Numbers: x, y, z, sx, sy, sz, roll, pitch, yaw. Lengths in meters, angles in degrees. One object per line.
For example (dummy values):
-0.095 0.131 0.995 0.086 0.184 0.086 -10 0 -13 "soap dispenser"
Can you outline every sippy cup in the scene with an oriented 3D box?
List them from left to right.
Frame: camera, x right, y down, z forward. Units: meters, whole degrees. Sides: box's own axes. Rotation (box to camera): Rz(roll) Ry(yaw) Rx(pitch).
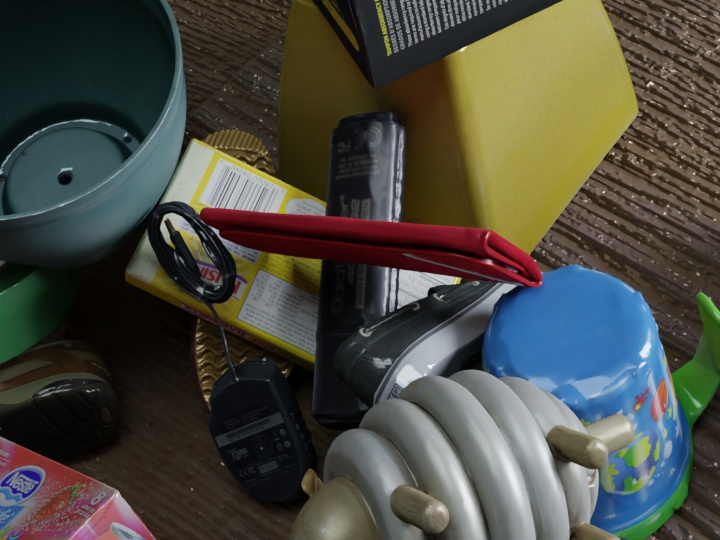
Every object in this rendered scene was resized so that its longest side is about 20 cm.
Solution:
0.124 0.073 0.857 0.138 0.131 0.179 19 58 27 "sippy cup"

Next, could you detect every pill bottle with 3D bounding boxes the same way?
-0.206 -0.144 1.060 0.109 0.202 0.112 -8 38 7 "pill bottle"

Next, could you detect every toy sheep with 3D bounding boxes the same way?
0.055 0.113 0.735 0.197 0.139 0.138 -12 46 -23 "toy sheep"

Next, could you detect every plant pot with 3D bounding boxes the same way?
-0.197 -0.085 0.933 0.197 0.135 0.203 -2 61 4 "plant pot"
0.057 -0.145 1.023 0.198 0.178 0.200 25 60 30 "plant pot"

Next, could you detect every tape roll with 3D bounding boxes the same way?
-0.294 0.013 1.013 0.197 0.049 0.201 -8 27 4 "tape roll"

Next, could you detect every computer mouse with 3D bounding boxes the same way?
-0.078 0.050 0.917 0.058 0.202 0.034 -19 5 24 "computer mouse"

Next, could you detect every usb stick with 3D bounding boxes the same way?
0.000 0.000 0.925 0.055 0.033 0.203 -5 72 29 "usb stick"

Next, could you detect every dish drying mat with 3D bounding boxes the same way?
0.003 -0.014 0.855 0.198 0.077 0.018 6 79 35 "dish drying mat"

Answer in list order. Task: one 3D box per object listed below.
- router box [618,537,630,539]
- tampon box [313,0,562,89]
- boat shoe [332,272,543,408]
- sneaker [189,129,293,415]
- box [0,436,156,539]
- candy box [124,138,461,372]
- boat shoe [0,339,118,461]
0.104 0.252 0.708 0.200 0.062 0.150 -41 95 -20 "router box"
0.055 -0.234 0.897 0.198 0.127 0.151 -25 49 -7 "tampon box"
0.056 0.034 0.897 0.056 0.069 0.199 32 30 21 "boat shoe"
-0.084 0.012 1.005 0.074 0.090 0.203 2 73 -12 "sneaker"
-0.176 0.171 0.814 0.095 0.103 0.199 -44 24 -23 "box"
-0.041 0.003 0.954 0.198 0.026 0.103 26 72 -3 "candy box"
-0.257 0.095 0.975 0.197 0.076 0.074 -12 42 -5 "boat shoe"
